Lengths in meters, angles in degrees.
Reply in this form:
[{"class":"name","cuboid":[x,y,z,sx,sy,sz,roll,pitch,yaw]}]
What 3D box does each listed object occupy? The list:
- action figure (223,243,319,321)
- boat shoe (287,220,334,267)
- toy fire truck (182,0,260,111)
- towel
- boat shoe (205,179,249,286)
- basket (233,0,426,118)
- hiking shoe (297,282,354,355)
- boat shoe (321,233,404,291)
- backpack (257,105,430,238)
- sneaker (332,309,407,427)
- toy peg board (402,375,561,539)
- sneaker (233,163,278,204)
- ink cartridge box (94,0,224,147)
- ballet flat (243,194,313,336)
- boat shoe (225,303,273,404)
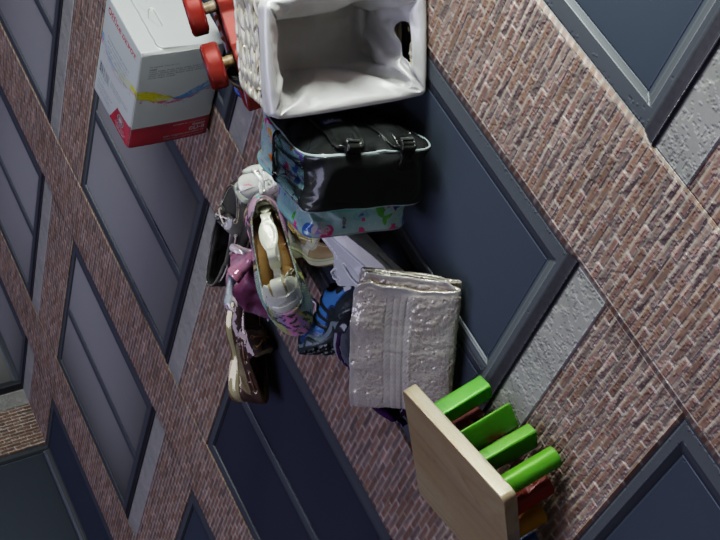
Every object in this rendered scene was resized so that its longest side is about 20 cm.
[{"class":"action figure","cuboid":[-0.129,0.000,1.827,0.200,0.134,0.149,117,158,-64]},{"class":"boat shoe","cuboid":[-0.050,-0.048,1.685,0.200,0.074,0.067,7,115,60]},{"class":"toy fire truck","cuboid":[-0.173,-0.318,1.765,0.168,0.112,0.200,98,153,-80]},{"class":"towel","cuboid":[0.054,0.091,1.527,0.034,0.132,0.200,-68,-18,-59]},{"class":"boat shoe","cuboid":[-0.211,-0.052,1.988,0.067,0.057,0.200,49,142,39]},{"class":"basket","cuboid":[-0.038,-0.264,1.440,0.123,0.200,0.136,-143,46,-57]},{"class":"hiking shoe","cuboid":[-0.029,0.064,1.724,0.200,0.074,0.087,-33,57,56]},{"class":"boat shoe","cuboid":[0.000,0.000,1.567,0.200,0.072,0.069,43,107,5]},{"class":"backpack","cuboid":[-0.030,-0.133,1.505,0.200,0.177,0.151,49,137,45]},{"class":"sneaker","cuboid":[0.025,0.125,1.618,0.088,0.074,0.200,39,161,32]},{"class":"toy peg board","cuboid":[0.153,0.242,1.469,0.200,0.098,0.199,46,156,43]},{"class":"sneaker","cuboid":[-0.116,-0.125,1.739,0.200,0.099,0.078,-30,77,61]},{"class":"ink cartridge box","cuboid":[-0.315,-0.321,1.952,0.145,0.144,0.200,59,148,28]},{"class":"ballet flat","cuboid":[-0.115,-0.006,1.694,0.071,0.069,0.200,89,166,-88]},{"class":"boat shoe","cuboid":[-0.169,0.118,2.002,0.072,0.072,0.200,8,102,27]}]
